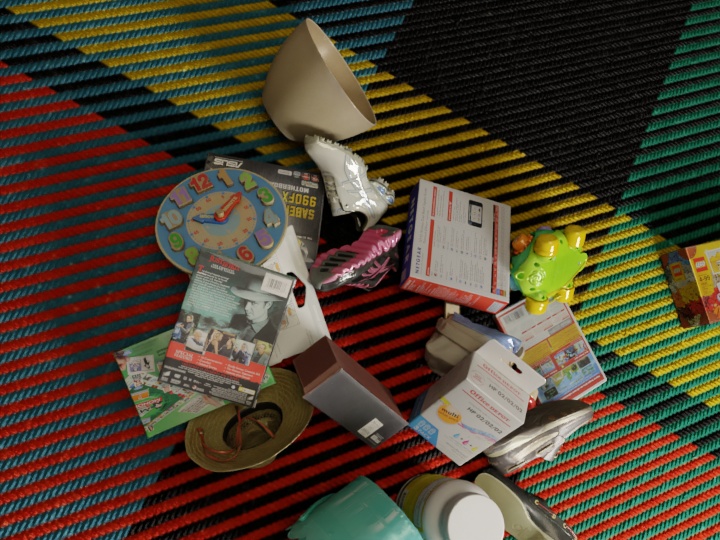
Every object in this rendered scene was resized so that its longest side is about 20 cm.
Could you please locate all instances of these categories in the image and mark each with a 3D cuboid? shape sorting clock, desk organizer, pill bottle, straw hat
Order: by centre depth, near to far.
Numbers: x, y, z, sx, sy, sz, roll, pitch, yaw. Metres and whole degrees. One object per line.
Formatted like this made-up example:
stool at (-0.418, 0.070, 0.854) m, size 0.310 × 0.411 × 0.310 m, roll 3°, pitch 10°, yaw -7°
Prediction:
pill bottle at (0.132, 0.367, 0.996) m, size 0.112 × 0.200 × 0.113 m, roll 3°, pitch 78°, yaw -14°
straw hat at (-0.157, 0.246, 1.002) m, size 0.200 × 0.201 × 0.085 m, roll -26°, pitch 126°, yaw -19°
shape sorting clock at (-0.210, -0.077, 1.012) m, size 0.199 × 0.039 × 0.201 m, roll -1°, pitch 57°, yaw 1°
desk organizer at (-0.014, 0.189, 1.027) m, size 0.072 × 0.077 × 0.200 m, roll -37°, pitch 132°, yaw 7°

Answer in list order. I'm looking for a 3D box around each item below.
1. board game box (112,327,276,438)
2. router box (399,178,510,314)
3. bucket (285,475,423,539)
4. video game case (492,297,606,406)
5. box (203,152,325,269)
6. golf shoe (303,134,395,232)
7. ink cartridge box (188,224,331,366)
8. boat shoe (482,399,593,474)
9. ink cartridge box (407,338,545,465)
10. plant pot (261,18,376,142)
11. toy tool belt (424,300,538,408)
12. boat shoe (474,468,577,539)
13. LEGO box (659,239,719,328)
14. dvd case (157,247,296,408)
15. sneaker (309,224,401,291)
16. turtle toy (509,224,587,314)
board game box at (-0.242, 0.143, 0.987) m, size 0.199 × 0.029 × 0.135 m, roll -22°, pitch 94°, yaw -11°
router box at (0.167, -0.044, 1.151) m, size 0.179 × 0.049 × 0.201 m, roll 16°, pitch 60°, yaw -11°
bucket at (0.004, 0.407, 0.957) m, size 0.135 × 0.207 × 0.208 m, roll -36°, pitch 89°, yaw -21°
video game case at (0.340, 0.139, 1.198) m, size 0.143 × 0.017 × 0.201 m, roll -25°, pitch 85°, yaw -19°
box at (-0.164, -0.096, 1.099) m, size 0.199 × 0.048 × 0.159 m, roll 9°, pitch 75°, yaw -13°
golf shoe at (-0.028, -0.139, 1.099) m, size 0.200 × 0.078 × 0.097 m, roll 38°, pitch 77°, yaw -33°
ink cartridge box at (-0.159, 0.048, 1.042) m, size 0.173 × 0.044 × 0.201 m, roll -20°, pitch 96°, yaw -13°
boat shoe at (0.301, 0.281, 1.130) m, size 0.199 × 0.075 × 0.074 m, roll -22°, pitch 102°, yaw -3°
ink cartridge box at (0.179, 0.208, 1.043) m, size 0.115 × 0.200 × 0.068 m, roll 37°, pitch 39°, yaw -4°
plant pot at (-0.083, -0.290, 1.107) m, size 0.134 × 0.200 × 0.201 m, roll -31°, pitch 87°, yaw 15°
toy tool belt at (0.212, 0.131, 1.107) m, size 0.199 × 0.125 × 0.123 m, roll 23°, pitch 66°, yaw 11°
boat shoe at (0.271, 0.401, 1.101) m, size 0.201 × 0.074 × 0.063 m, roll 44°, pitch 42°, yaw 5°
LEGO box at (0.702, 0.016, 1.291) m, size 0.199 × 0.077 × 0.150 m, roll -12°, pitch 82°, yaw -17°
dvd case at (-0.191, 0.084, 0.960) m, size 0.145 × 0.022 × 0.201 m, roll 18°, pitch 95°, yaw -10°
sneaker at (0.000, 0.000, 1.086) m, size 0.200 × 0.079 × 0.096 m, roll -30°, pitch 127°, yaw -39°
turtle toy at (0.330, -0.019, 1.174) m, size 0.199 × 0.101 × 0.146 m, roll -18°, pitch 123°, yaw -36°
